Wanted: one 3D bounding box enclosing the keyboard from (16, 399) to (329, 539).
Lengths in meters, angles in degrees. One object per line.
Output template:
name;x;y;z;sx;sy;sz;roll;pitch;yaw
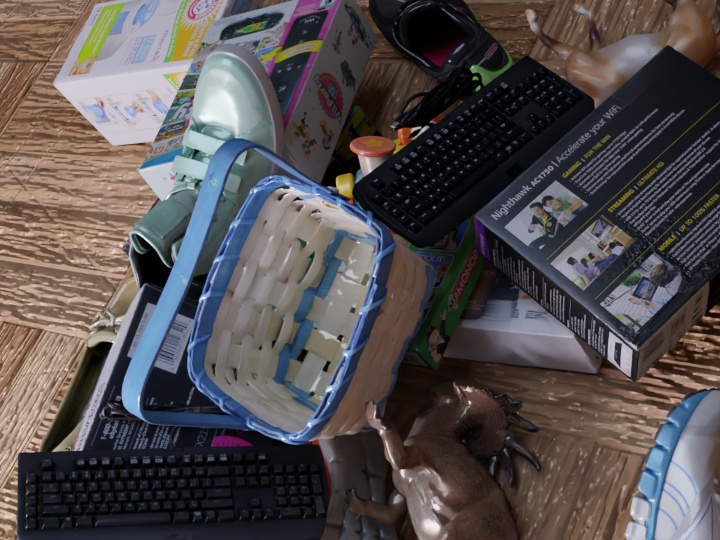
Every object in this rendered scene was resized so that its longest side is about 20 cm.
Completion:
keyboard;-0.122;0.126;0.862;0.199;0.021;0.127;1;42;-15

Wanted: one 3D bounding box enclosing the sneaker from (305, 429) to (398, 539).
sneaker;-0.023;0.186;0.914;0.082;0.077;0.201;-37;34;37

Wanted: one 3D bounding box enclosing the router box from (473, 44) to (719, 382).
router box;0.198;-0.044;0.890;0.200;0.051;0.149;-40;61;-15

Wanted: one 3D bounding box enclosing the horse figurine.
horse figurine;0.219;-0.177;1.035;0.199;0.050;0.133;-21;58;12

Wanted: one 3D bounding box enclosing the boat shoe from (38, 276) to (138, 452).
boat shoe;-0.215;0.084;1.119;0.073;0.063;0.202;-1;58;35

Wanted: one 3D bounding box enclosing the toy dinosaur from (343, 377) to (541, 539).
toy dinosaur;0.068;0.151;0.864;0.086;0.135;0.201;127;134;-56

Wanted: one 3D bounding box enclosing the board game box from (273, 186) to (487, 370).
board game box;0.000;0.000;0.995;0.199;0.029;0.135;5;60;41

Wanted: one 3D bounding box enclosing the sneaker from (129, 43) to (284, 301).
sneaker;-0.119;-0.064;0.988;0.073;0.202;0.118;15;21;23

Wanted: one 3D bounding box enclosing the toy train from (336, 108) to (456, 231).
toy train;0.068;-0.090;0.972;0.150;0.056;0.200;6;30;42

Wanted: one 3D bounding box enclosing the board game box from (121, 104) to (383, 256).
board game box;-0.095;-0.065;1.168;0.165;0.057;0.200;19;69;45

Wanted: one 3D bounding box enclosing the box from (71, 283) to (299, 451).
box;-0.139;0.135;0.953;0.115;0.131;0.201;122;166;-57

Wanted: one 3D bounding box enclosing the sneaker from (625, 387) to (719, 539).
sneaker;0.197;0.166;0.770;0.086;0.075;0.201;13;69;30

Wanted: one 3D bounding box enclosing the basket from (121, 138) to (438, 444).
basket;-0.053;0.025;0.845;0.139;0.200;0.177;24;90;33

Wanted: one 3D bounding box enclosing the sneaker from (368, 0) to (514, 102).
sneaker;0.063;-0.216;1.154;0.077;0.084;0.200;-49;42;4

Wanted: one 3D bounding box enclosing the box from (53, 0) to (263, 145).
box;-0.185;-0.204;1.312;0.199;0.101;0.113;-1;56;35

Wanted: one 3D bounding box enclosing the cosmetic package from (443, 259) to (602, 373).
cosmetic package;0.104;-0.009;0.984;0.199;0.052;0.151;3;56;38

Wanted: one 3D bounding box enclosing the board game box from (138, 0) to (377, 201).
board game box;-0.084;-0.145;1.130;0.147;0.064;0.201;-9;45;29

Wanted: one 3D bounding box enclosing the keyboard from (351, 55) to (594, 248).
keyboard;0.073;-0.101;0.925;0.104;0.040;0.200;34;54;26

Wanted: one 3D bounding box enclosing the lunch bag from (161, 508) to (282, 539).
lunch bag;-0.120;0.250;0.818;0.150;0.094;0.201;-1;66;-8
